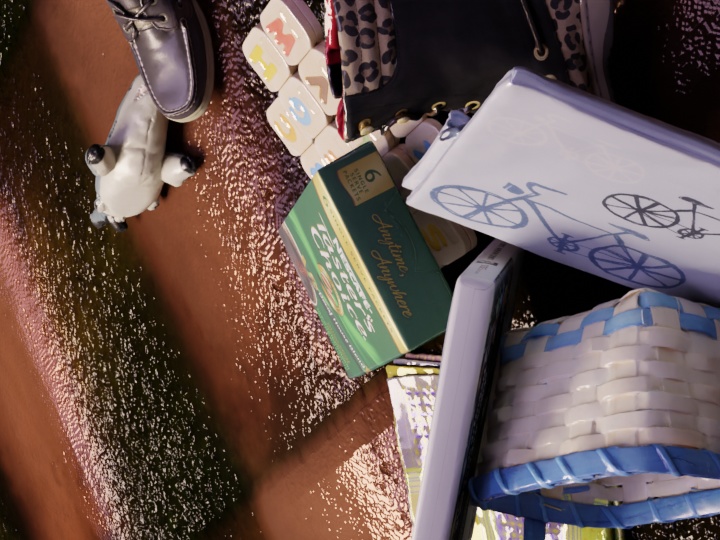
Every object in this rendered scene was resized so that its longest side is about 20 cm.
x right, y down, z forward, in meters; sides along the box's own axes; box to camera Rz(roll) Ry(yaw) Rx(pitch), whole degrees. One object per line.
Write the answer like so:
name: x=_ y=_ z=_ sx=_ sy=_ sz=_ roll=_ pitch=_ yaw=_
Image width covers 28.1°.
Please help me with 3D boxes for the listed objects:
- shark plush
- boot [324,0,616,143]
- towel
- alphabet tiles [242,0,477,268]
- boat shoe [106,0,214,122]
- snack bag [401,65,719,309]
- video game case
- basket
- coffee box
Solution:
shark plush: x=-0.190 y=-0.090 z=1.228 sx=0.201 sy=0.089 sz=0.084 roll=110 pitch=156 yaw=-61
boot: x=0.060 y=-0.093 z=0.772 sx=0.073 sy=0.148 sz=0.202 roll=-110 pitch=12 yaw=-55
towel: x=0.091 y=0.132 z=0.942 sx=0.199 sy=0.023 sz=0.146 roll=4 pitch=104 yaw=52
alphabet tiles: x=-0.004 y=-0.084 z=0.928 sx=0.201 sy=0.015 sz=0.195 roll=53 pitch=158 yaw=-2
boat shoe: x=-0.166 y=-0.213 z=1.107 sx=0.071 sy=0.065 sz=0.203 roll=-10 pitch=93 yaw=25
snack bag: x=0.124 y=-0.035 z=0.685 sx=0.200 sy=0.186 sz=0.022 roll=127 pitch=163 yaw=-73
video game case: x=0.059 y=0.089 z=0.824 sx=0.023 sy=0.182 sz=0.203 roll=11 pitch=100 yaw=10
basket: x=0.144 y=0.121 z=0.754 sx=0.176 sy=0.138 sz=0.203 roll=-18 pitch=60 yaw=54
coffee box: x=0.000 y=0.000 z=0.923 sx=0.124 sy=0.044 sz=0.200 roll=64 pitch=167 yaw=2
